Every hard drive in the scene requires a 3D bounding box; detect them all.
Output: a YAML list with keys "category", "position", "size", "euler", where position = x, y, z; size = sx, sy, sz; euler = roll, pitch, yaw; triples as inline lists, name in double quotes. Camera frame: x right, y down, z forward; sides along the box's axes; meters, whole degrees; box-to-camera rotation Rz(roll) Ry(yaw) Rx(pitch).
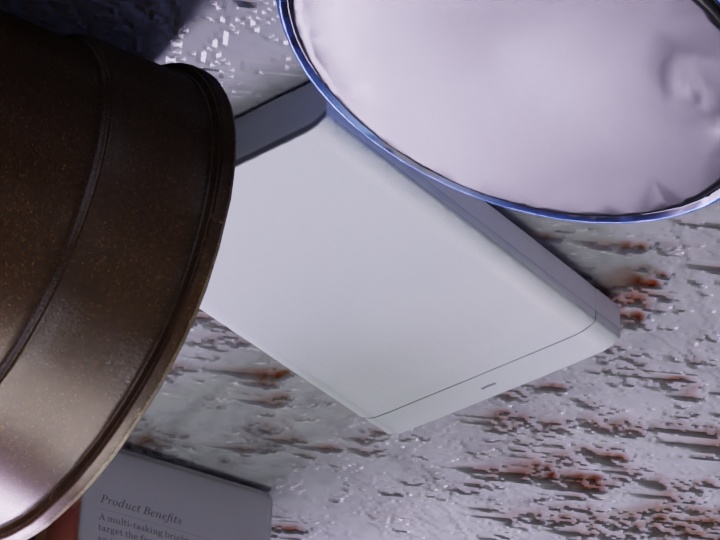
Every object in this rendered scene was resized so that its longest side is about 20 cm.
- category: "hard drive"
  position: [0.000, 0.000, 1.161]
  size: [0.132, 0.027, 0.200]
  euler: [-24, 137, 32]

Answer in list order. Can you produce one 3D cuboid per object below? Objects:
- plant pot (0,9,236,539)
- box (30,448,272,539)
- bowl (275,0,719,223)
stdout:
- category: "plant pot"
  position: [-0.182, -0.029, 0.990]
  size: [0.198, 0.200, 0.200]
  euler: [28, 138, -26]
- category: "box"
  position: [-0.127, 0.211, 1.321]
  size: [0.106, 0.200, 0.152]
  euler: [19, 142, -25]
- category: "bowl"
  position: [0.062, -0.087, 0.970]
  size: [0.200, 0.039, 0.201]
  euler: [17, 149, 10]
